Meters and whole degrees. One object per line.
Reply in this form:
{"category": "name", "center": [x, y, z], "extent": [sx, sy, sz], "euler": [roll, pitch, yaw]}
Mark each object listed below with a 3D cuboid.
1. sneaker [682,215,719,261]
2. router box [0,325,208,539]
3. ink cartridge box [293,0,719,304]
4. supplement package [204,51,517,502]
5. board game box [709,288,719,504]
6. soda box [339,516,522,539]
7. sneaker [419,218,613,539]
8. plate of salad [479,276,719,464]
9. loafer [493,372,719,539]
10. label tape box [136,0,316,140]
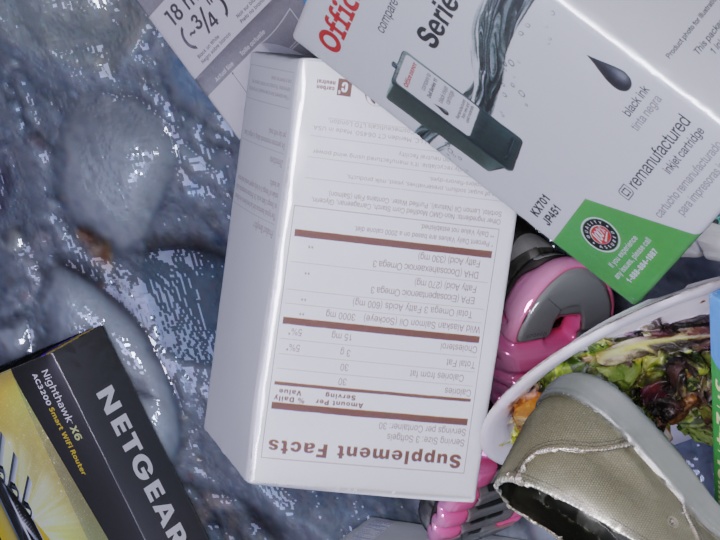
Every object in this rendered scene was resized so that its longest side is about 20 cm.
{"category": "sneaker", "center": [0.178, -0.052, 0.905], "extent": [0.200, 0.078, 0.091], "euler": [5, 108, 32]}
{"category": "router box", "center": [-0.192, 0.152, 1.266], "extent": [0.157, 0.052, 0.200], "euler": [-22, 96, 39]}
{"category": "ink cartridge box", "center": [0.082, -0.100, 0.812], "extent": [0.200, 0.083, 0.147], "euler": [38, 152, 5]}
{"category": "supplement package", "center": [0.000, 0.000, 0.939], "extent": [0.117, 0.117, 0.200], "euler": [-151, 68, -72]}
{"category": "board game box", "center": [0.212, 0.105, 0.748], "extent": [0.200, 0.037, 0.151], "euler": [35, 139, 52]}
{"category": "soda box", "center": [0.075, 0.193, 1.087], "extent": [0.200, 0.063, 0.068], "euler": [3, 110, 34]}
{"category": "sneaker", "center": [0.067, 0.058, 1.032], "extent": [0.095, 0.079, 0.200], "euler": [47, 132, 39]}
{"category": "plate of salad", "center": [0.153, 0.056, 0.892], "extent": [0.200, 0.200, 0.048], "euler": [-43, 56, 39]}
{"category": "loafer", "center": [0.130, 0.134, 0.785], "extent": [0.200, 0.070, 0.075], "euler": [45, 153, 15]}
{"category": "label tape box", "center": [-0.062, -0.186, 1.021], "extent": [0.144, 0.063, 0.200], "euler": [-39, 85, 39]}
